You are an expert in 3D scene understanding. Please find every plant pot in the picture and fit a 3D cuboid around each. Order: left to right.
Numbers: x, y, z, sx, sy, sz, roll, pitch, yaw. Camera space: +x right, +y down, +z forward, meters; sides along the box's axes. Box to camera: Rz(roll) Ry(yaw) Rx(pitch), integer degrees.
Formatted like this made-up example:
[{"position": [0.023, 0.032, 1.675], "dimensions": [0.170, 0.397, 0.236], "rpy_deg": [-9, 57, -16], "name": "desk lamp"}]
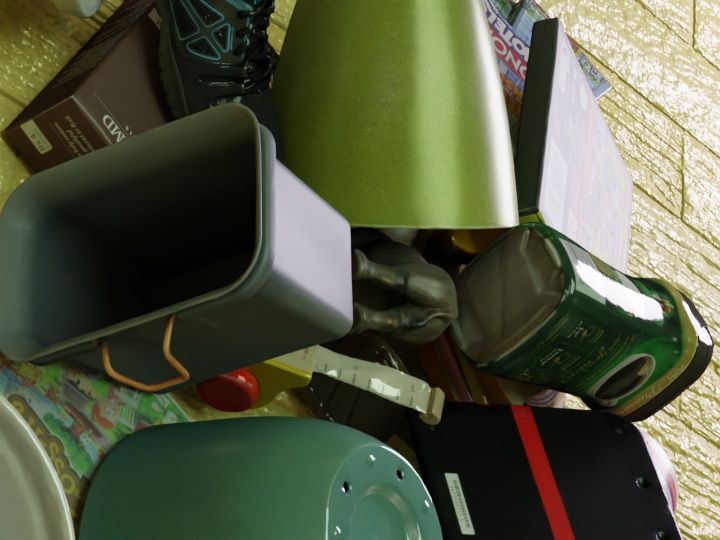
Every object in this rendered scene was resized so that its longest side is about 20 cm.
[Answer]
[{"position": [-0.046, 0.178, 1.514], "dimensions": [0.200, 0.160, 0.202], "rpy_deg": [27, 56, -49], "name": "plant pot"}, {"position": [0.018, -0.134, 1.695], "dimensions": [0.187, 0.186, 0.201], "rpy_deg": [-3, 96, -51], "name": "plant pot"}]

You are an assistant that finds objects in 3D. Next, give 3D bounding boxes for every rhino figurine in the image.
[{"position": [0.000, 0.000, 1.704], "dimensions": [0.087, 0.200, 0.060], "rpy_deg": [10, 103, -27], "name": "rhino figurine"}]

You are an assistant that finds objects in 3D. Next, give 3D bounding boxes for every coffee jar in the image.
[{"position": [0.155, 0.040, 1.722], "dimensions": [0.200, 0.104, 0.086], "rpy_deg": [23, 35, -48], "name": "coffee jar"}]

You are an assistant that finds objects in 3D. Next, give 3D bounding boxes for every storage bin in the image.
[{"position": [-0.102, 0.009, 1.509], "dimensions": [0.134, 0.199, 0.146], "rpy_deg": [32, 48, -48], "name": "storage bin"}]

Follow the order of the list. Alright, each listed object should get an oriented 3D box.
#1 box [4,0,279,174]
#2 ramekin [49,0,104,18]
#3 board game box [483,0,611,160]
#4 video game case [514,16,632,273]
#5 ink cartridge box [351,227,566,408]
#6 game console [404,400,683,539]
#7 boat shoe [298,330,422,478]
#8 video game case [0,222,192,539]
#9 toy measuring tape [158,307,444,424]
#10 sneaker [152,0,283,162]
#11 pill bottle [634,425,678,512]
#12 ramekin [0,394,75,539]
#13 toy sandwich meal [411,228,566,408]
[{"position": [-0.140, -0.116, 1.654], "dimensions": [0.100, 0.075, 0.200], "rpy_deg": [53, 41, -18], "name": "box"}, {"position": [-0.193, -0.270, 1.584], "dimensions": [0.094, 0.203, 0.203], "rpy_deg": [15, 48, 3], "name": "ramekin"}, {"position": [0.090, -0.154, 1.921], "dimensions": [0.200, 0.062, 0.200], "rpy_deg": [46, 32, -12], "name": "board game box"}, {"position": [0.159, -0.055, 1.857], "dimensions": [0.201, 0.025, 0.181], "rpy_deg": [-80, 150, -42], "name": "video game case"}, {"position": [0.081, 0.025, 1.872], "dimensions": [0.199, 0.040, 0.201], "rpy_deg": [-14, 82, -52], "name": "ink cartridge box"}, {"position": [0.128, 0.166, 1.655], "dimensions": [0.176, 0.031, 0.201], "rpy_deg": [3, 41, -18], "name": "game console"}, {"position": [0.018, 0.104, 1.745], "dimensions": [0.200, 0.072, 0.076], "rpy_deg": [52, 4, -5], "name": "boat shoe"}, {"position": [-0.190, 0.095, 1.522], "dimensions": [0.200, 0.022, 0.182], "rpy_deg": [52, 40, -19], "name": "video game case"}, {"position": [-0.047, 0.070, 1.640], "dimensions": [0.199, 0.074, 0.074], "rpy_deg": [20, 51, -7], "name": "toy measuring tape"}, {"position": [-0.088, -0.153, 1.605], "dimensions": [0.073, 0.082, 0.201], "rpy_deg": [-35, 107, -57], "name": "sneaker"}, {"position": [0.152, 0.194, 1.750], "dimensions": [0.113, 0.112, 0.200], "rpy_deg": [56, 30, -13], "name": "pill bottle"}, {"position": [-0.260, 0.153, 1.339], "dimensions": [0.200, 0.105, 0.201], "rpy_deg": [28, 51, -40], "name": "ramekin"}, {"position": [0.104, 0.035, 1.803], "dimensions": [0.205, 0.070, 0.206], "rpy_deg": [25, 55, -42], "name": "toy sandwich meal"}]
